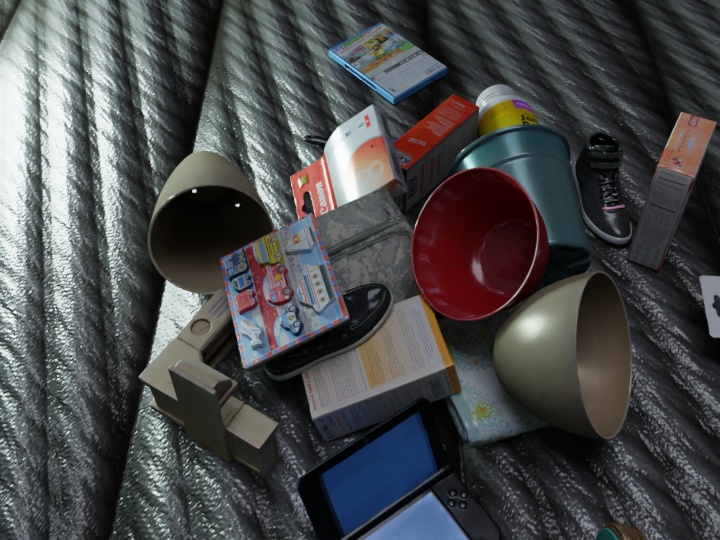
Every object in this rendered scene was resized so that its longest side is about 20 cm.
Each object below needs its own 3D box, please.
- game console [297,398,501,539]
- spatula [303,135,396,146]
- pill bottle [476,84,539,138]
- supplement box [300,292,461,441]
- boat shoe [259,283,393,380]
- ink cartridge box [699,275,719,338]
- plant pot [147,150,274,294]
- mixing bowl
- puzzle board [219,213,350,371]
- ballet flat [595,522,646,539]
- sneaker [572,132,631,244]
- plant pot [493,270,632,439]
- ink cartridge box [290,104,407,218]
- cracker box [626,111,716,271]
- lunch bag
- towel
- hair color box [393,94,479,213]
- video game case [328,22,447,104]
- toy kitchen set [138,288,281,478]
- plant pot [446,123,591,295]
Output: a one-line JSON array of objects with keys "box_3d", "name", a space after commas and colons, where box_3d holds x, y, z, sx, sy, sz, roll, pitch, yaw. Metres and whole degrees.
[{"box_3d": [0.050, 0.286, 0.983, 0.198, 0.119, 0.171, -29, 55, -21], "name": "game console"}, {"box_3d": [-0.006, -0.222, 1.467, 0.197, 0.021, 0.057, 6, 38, 9], "name": "spatula"}, {"box_3d": [0.259, -0.227, 1.414, 0.103, 0.105, 0.202, -9, 51, -7], "name": "pill bottle"}, {"box_3d": [0.021, 0.129, 1.115, 0.197, 0.074, 0.127, -20, 51, 3], "name": "supplement box"}, {"box_3d": [-0.048, 0.068, 1.092, 0.197, 0.066, 0.075, -27, 52, -1], "name": "boat shoe"}, {"box_3d": [0.581, 0.077, 1.181, 0.197, 0.068, 0.117, 5, 50, 5], "name": "ink cartridge box"}, {"box_3d": [-0.234, -0.099, 1.284, 0.184, 0.190, 0.201, -9, 36, -7], "name": "plant pot"}, {"box_3d": [0.176, -0.026, 1.110, 0.108, 0.201, 0.201, 15, 32, -48], "name": "mixing bowl"}, {"box_3d": [-0.107, 0.021, 1.102, 0.149, 0.017, 0.202, -27, 49, 6], "name": "puzzle board"}, {"box_3d": [0.341, 0.380, 0.945, 0.071, 0.068, 0.201, 1, 43, -24], "name": "ballet flat"}, {"box_3d": [0.398, -0.141, 1.346, 0.069, 0.100, 0.202, -4, 51, -5], "name": "sneaker"}, {"box_3d": [0.247, 0.108, 1.048, 0.133, 0.201, 0.202, -6, 42, 36], "name": "plant pot"}, {"box_3d": [-0.033, -0.150, 1.321, 0.198, 0.050, 0.164, -27, 54, 18], "name": "ink cartridge box"}, {"box_3d": [0.470, -0.117, 1.258, 0.057, 0.202, 0.134, 22, 53, 19], "name": "cracker box"}, {"box_3d": [0.000, 0.000, 1.217, 0.198, 0.140, 0.169, -24, 71, -17], "name": "lunch bag"}, {"box_3d": [0.189, 0.137, 1.151, 0.169, 0.049, 0.202, -14, 52, -10], "name": "towel"}, {"box_3d": [0.117, -0.198, 1.395, 0.061, 0.102, 0.200, 32, 57, 26], "name": "hair color box"}, {"box_3d": [0.053, -0.410, 1.627, 0.142, 0.018, 0.200, -34, 58, -23], "name": "video game case"}, {"box_3d": [-0.165, 0.122, 1.091, 0.198, 0.164, 0.181, 25, 55, 20], "name": "toy kitchen set"}, {"box_3d": [0.249, -0.078, 1.246, 0.197, 0.201, 0.198, -9, 58, -6], "name": "plant pot"}]
